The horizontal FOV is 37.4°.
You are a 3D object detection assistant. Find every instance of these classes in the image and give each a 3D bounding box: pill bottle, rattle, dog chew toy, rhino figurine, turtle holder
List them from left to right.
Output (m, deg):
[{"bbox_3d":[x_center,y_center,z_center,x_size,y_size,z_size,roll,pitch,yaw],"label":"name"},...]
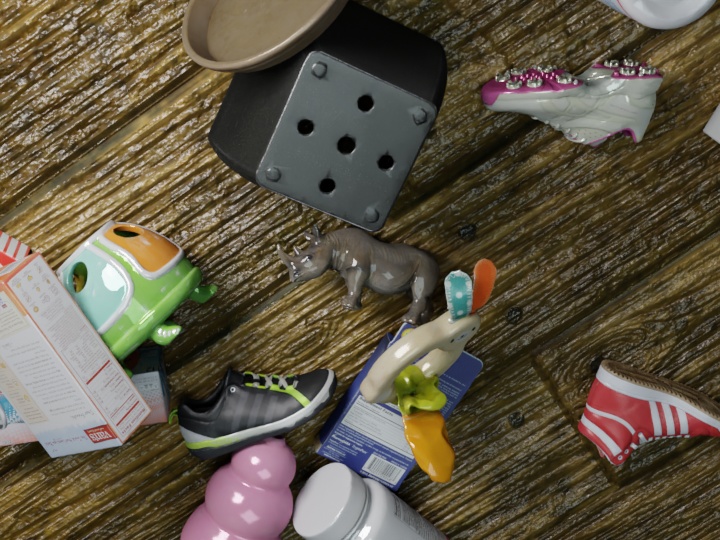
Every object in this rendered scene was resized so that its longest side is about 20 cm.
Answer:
[{"bbox_3d":[-0.255,0.030,1.125,0.132,0.141,0.185,47,140,-9],"label":"turtle holder"},{"bbox_3d":[-0.136,0.282,1.253,0.123,0.125,0.203,18,102,-16],"label":"dog chew toy"},{"bbox_3d":[0.000,0.000,1.174,0.197,0.060,0.089,16,83,-15],"label":"rhino figurine"},{"bbox_3d":[0.017,0.324,1.283,0.113,0.114,0.200,-42,119,10],"label":"pill bottle"},{"bbox_3d":[0.102,0.108,1.142,0.200,0.144,0.129,-42,139,22],"label":"rattle"},{"bbox_3d":[0.259,-0.302,1.008,0.107,0.201,0.111,-3,115,-7],"label":"pill bottle"}]

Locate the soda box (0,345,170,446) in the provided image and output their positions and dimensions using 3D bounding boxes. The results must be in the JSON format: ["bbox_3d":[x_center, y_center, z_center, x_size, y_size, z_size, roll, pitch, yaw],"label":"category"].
[{"bbox_3d":[-0.315,0.139,1.188,0.196,0.064,0.070,-8,115,-6],"label":"soda box"}]

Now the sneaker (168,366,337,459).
[{"bbox_3d":[-0.124,0.147,1.216,0.197,0.072,0.084,-24,106,-2],"label":"sneaker"}]

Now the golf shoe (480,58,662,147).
[{"bbox_3d":[0.225,-0.171,1.132,0.196,0.076,0.093,-4,118,-6],"label":"golf shoe"}]

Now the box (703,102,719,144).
[{"bbox_3d":[0.484,-0.132,1.118,0.150,0.201,0.107,23,110,-18],"label":"box"}]

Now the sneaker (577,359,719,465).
[{"bbox_3d":[0.363,0.194,1.314,0.197,0.071,0.114,21,105,-9],"label":"sneaker"}]

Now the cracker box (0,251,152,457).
[{"bbox_3d":[-0.317,0.090,1.071,0.133,0.058,0.202,-15,114,40],"label":"cracker box"}]

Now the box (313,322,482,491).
[{"bbox_3d":[0.046,0.158,1.269,0.120,0.033,0.201,29,107,-19],"label":"box"}]

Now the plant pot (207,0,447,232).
[{"bbox_3d":[-0.025,-0.150,1.044,0.197,0.178,0.202,22,108,-16],"label":"plant pot"}]

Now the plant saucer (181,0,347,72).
[{"bbox_3d":[-0.079,-0.258,0.984,0.199,0.201,0.029,-35,135,8],"label":"plant saucer"}]

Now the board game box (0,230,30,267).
[{"bbox_3d":[-0.467,0.021,1.121,0.150,0.046,0.201,32,105,-20],"label":"board game box"}]
